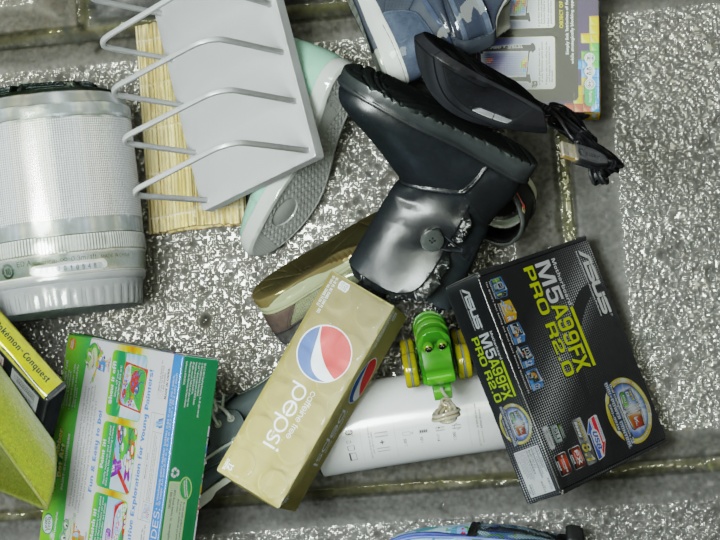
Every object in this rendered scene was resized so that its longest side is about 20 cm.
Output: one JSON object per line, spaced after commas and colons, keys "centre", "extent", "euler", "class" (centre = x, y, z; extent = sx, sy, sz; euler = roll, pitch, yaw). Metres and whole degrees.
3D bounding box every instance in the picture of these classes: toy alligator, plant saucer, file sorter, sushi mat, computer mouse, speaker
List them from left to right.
{"centre": [-0.349, 0.108, 1.614], "extent": [0.048, 0.199, 0.201], "euler": [-41, 112, -23], "class": "plant saucer"}
{"centre": [-0.158, -0.137, 1.707], "extent": [0.095, 0.012, 0.203], "euler": [-4, 87, 8], "class": "sushi mat"}
{"centre": [-0.143, -0.173, 1.603], "extent": [0.138, 0.124, 0.202], "euler": [-23, 75, 32], "class": "file sorter"}
{"centre": [0.057, 0.131, 1.639], "extent": [0.198, 0.081, 0.082], "euler": [-10, 87, 6], "class": "speaker"}
{"centre": [0.065, 0.074, 1.580], "extent": [0.059, 0.200, 0.055], "euler": [-10, 105, 1], "class": "toy alligator"}
{"centre": [0.128, -0.124, 1.526], "extent": [0.199, 0.141, 0.046], "euler": [23, 109, -34], "class": "computer mouse"}

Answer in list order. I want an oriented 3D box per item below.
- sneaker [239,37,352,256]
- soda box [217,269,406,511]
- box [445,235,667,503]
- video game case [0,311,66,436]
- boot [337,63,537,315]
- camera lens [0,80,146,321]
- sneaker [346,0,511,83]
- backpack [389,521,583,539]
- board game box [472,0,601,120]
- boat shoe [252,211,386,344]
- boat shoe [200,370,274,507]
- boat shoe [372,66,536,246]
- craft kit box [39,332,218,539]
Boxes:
{"centre": [-0.085, -0.121, 1.679], "extent": [0.118, 0.073, 0.202], "euler": [32, 105, 29], "class": "sneaker"}
{"centre": [-0.041, 0.106, 1.582], "extent": [0.067, 0.064, 0.201], "euler": [29, 88, 15], "class": "soda box"}
{"centre": [0.173, 0.084, 1.596], "extent": [0.044, 0.159, 0.202], "euler": [-25, 83, 46], "class": "box"}
{"centre": [-0.336, 0.071, 1.629], "extent": [0.025, 0.200, 0.181], "euler": [-40, 83, -23], "class": "video game case"}
{"centre": [0.033, -0.064, 1.557], "extent": [0.199, 0.077, 0.169], "euler": [25, 108, -24], "class": "boot"}
{"centre": [-0.277, -0.062, 1.642], "extent": [0.158, 0.160, 0.202], "euler": [-7, 87, 6], "class": "camera lens"}
{"centre": [0.054, -0.266, 1.609], "extent": [0.145, 0.077, 0.204], "euler": [-23, 65, 0], "class": "sneaker"}
{"centre": [0.092, 0.311, 1.595], "extent": [0.198, 0.147, 0.185], "euler": [3, 86, 9], "class": "backpack"}
{"centre": [0.137, -0.237, 1.659], "extent": [0.163, 0.057, 0.203], "euler": [0, 88, 8], "class": "board game box"}
{"centre": [0.000, 0.001, 1.662], "extent": [0.199, 0.072, 0.066], "euler": [-27, 114, -8], "class": "boat shoe"}
{"centre": [-0.126, 0.147, 1.649], "extent": [0.200, 0.073, 0.062], "euler": [-42, 116, 12], "class": "boat shoe"}
{"centre": [0.076, -0.103, 1.622], "extent": [0.201, 0.063, 0.074], "euler": [41, 123, -13], "class": "boat shoe"}
{"centre": [-0.209, 0.165, 1.624], "extent": [0.196, 0.048, 0.202], "euler": [7, 88, 48], "class": "craft kit box"}
